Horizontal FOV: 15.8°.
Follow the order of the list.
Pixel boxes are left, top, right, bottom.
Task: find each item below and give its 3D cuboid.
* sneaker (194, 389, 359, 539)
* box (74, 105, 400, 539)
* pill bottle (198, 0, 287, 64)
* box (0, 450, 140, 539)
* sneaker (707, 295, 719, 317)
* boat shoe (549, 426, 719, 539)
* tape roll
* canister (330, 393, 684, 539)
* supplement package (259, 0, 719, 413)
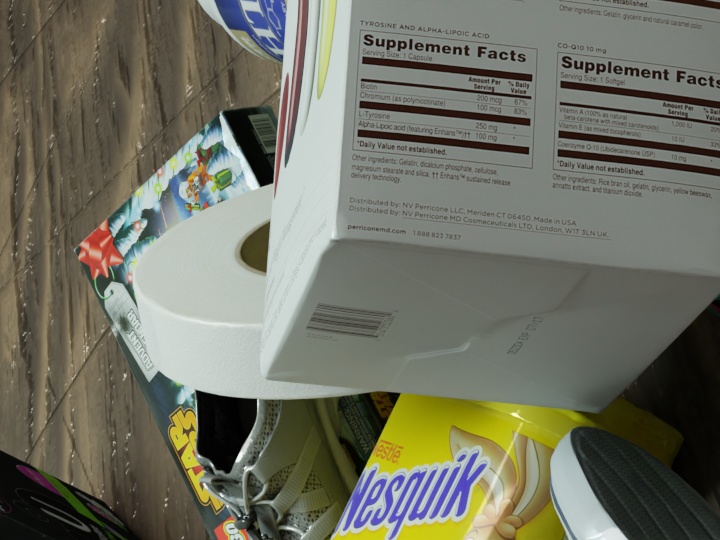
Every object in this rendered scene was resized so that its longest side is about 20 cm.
[{"bbox_3d":[-0.044,0.105,1.213,0.075,0.082,0.201,-23,80,42],"label":"sneaker"},{"bbox_3d":[-0.054,0.039,1.294,0.137,0.040,0.201,-40,70,39],"label":"box"},{"bbox_3d":[-0.023,-0.176,1.507,0.120,0.119,0.200,-61,26,-6],"label":"pill bottle"},{"bbox_3d":[-0.195,0.178,1.405,0.125,0.148,0.200,-60,27,1],"label":"box"},{"bbox_3d":[0.182,-0.015,0.979,0.200,0.120,0.084,-6,57,58],"label":"sneaker"},{"bbox_3d":[0.113,0.140,0.975,0.067,0.073,0.200,-60,33,22],"label":"boat shoe"},{"bbox_3d":[0.000,0.000,1.148,0.201,0.037,0.203,-9,19,3],"label":"tape roll"},{"bbox_3d":[0.039,0.137,1.113,0.148,0.086,0.201,13,75,61],"label":"canister"},{"bbox_3d":[0.049,-0.071,0.979,0.191,0.146,0.201,120,155,-70],"label":"supplement package"}]
